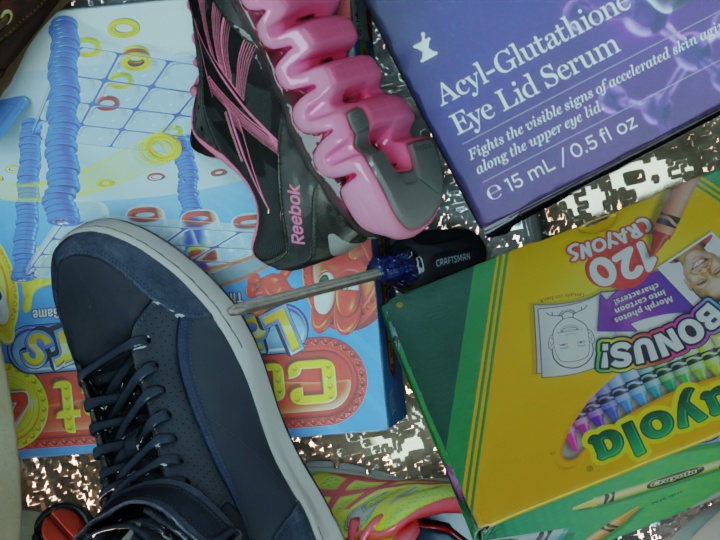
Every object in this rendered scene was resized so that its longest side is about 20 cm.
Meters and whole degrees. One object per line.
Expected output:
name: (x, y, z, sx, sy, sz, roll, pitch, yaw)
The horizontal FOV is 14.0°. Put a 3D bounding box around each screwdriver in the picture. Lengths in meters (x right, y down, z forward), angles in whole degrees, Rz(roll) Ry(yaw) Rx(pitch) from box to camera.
screwdriver: (0.000, 0.000, 1.221, 0.028, 0.200, 0.029, 29, 106, 24)

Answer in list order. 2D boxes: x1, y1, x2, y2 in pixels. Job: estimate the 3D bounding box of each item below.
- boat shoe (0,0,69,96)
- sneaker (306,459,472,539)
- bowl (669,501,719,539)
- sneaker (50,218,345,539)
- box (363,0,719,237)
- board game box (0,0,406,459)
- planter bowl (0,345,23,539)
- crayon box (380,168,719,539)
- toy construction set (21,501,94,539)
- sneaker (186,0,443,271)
boat shoe: (-0.151, -0.141, 1.250, 0.070, 0.070, 0.200, 19, 62, 10)
sneaker: (0.004, 0.124, 1.278, 0.199, 0.090, 0.078, -9, 94, 9)
bowl: (0.175, 0.157, 1.230, 0.090, 0.201, 0.202, 34, 99, 41)
sneaker: (-0.095, 0.079, 1.197, 0.077, 0.146, 0.203, -36, 83, 35)
box: (0.075, -0.136, 1.246, 0.148, 0.104, 0.200, -29, 90, 9)
board game box: (-0.088, -0.021, 1.299, 0.199, 0.056, 0.197, -5, 92, 8)
planter bowl: (-0.215, 0.072, 1.212, 0.134, 0.200, 0.201, -8, 92, -16)
crayon box: (0.123, 0.037, 1.232, 0.199, 0.058, 0.119, -22, 58, -2)
toy construction set: (-0.170, 0.169, 1.303, 0.199, 0.092, 0.132, 11, 70, -1)
sneaker: (-0.047, -0.089, 1.231, 0.095, 0.079, 0.201, -30, 80, 34)
